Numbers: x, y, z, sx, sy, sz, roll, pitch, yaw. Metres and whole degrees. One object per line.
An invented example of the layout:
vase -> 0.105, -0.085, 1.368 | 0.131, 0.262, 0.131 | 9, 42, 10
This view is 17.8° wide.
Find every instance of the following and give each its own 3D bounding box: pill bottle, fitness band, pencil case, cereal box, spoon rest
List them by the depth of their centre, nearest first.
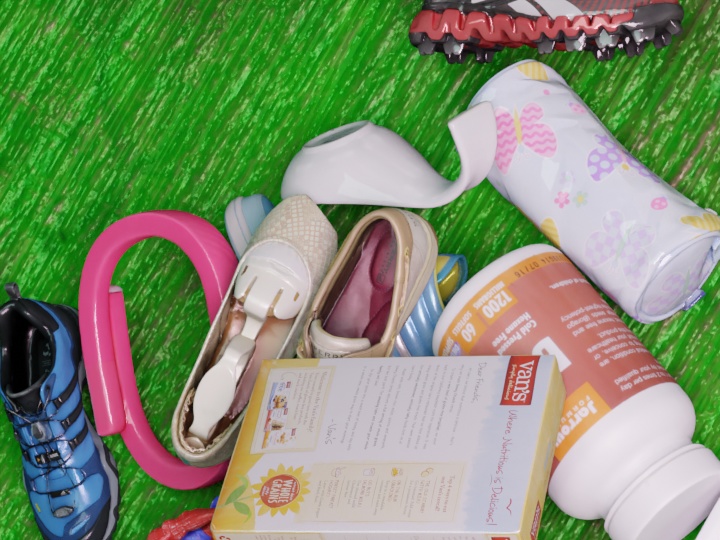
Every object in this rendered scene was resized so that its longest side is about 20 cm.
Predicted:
cereal box -> 0.019, 0.116, 1.422 | 0.199, 0.040, 0.144 | -1, 45, 19
pill bottle -> 0.145, 0.087, 1.501 | 0.112, 0.112, 0.200 | -44, 63, 8
pencil case -> 0.155, -0.056, 1.552 | 0.091, 0.083, 0.200 | -46, 63, 1
spoon rest -> 0.021, -0.072, 1.588 | 0.200, 0.099, 0.061 | -6, 110, 53
fitness band -> -0.135, 0.057, 1.641 | 0.143, 0.037, 0.201 | -10, 89, 37

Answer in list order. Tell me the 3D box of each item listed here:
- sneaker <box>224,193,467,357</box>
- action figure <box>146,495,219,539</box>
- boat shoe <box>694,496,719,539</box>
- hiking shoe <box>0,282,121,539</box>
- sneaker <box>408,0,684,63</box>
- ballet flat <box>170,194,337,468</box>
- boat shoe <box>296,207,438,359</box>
sneaker -> 0.000, 0.000, 1.611 | 0.130, 0.080, 0.200 | -39, 71, 9
action figure -> -0.085, 0.166, 1.609 | 0.200, 0.065, 0.052 | -40, 60, 8
boat shoe -> 0.277, 0.132, 1.463 | 0.065, 0.074, 0.201 | 31, 97, 18
hiking shoe -> -0.231, 0.115, 1.675 | 0.074, 0.087, 0.201 | -21, 69, 18
sneaker -> 0.127, -0.193, 1.580 | 0.200, 0.071, 0.098 | 3, 87, 29
ballet flat -> -0.070, 0.043, 1.553 | 0.067, 0.062, 0.201 | 23, 90, 7
boat shoe -> -0.012, 0.050, 1.529 | 0.074, 0.066, 0.201 | 17, 87, 22
